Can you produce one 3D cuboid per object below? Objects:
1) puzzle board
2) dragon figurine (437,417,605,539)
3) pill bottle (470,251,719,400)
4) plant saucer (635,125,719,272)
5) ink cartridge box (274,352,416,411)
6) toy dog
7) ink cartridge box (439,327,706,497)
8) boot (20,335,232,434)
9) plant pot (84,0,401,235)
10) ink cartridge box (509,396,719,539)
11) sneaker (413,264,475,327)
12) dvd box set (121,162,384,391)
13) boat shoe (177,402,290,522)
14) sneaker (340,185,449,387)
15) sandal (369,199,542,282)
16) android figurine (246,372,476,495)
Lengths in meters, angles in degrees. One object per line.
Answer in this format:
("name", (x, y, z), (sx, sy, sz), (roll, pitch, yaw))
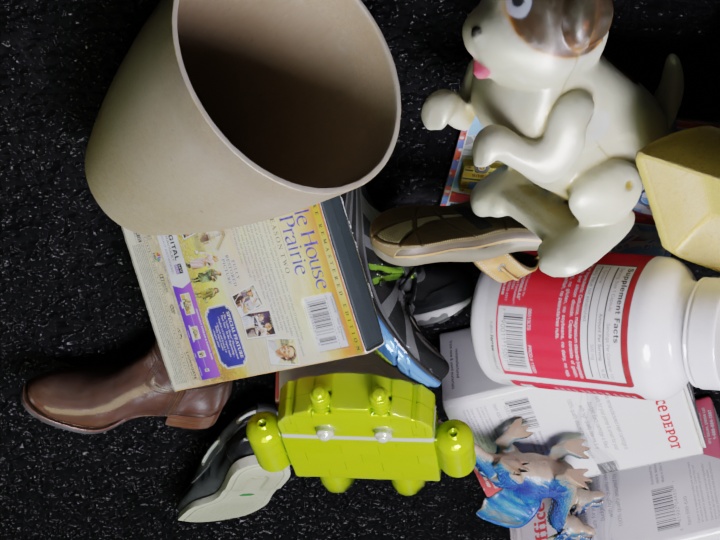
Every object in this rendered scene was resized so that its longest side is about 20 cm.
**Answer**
("puzzle board", (0.167, -0.068, 1.384), (0.199, 0.017, 0.151), (5, 137, -8))
("dragon figurine", (0.130, 0.179, 1.494), (0.199, 0.059, 0.100), (14, 136, -18))
("pill bottle", (0.196, 0.042, 1.382), (0.199, 0.113, 0.112), (5, 143, 31))
("plant saucer", (0.302, -0.034, 1.235), (0.199, 0.049, 0.200), (22, 168, 22))
("ink cartridge box", (-0.008, 0.108, 1.502), (0.116, 0.068, 0.200), (0, 159, 2))
("toy dog", (0.141, -0.126, 1.230), (0.193, 0.140, 0.201), (-28, 130, -3))
("ink cartridge box", (0.183, 0.106, 1.520), (0.199, 0.083, 0.147), (-13, 136, 13))
("boot", (-0.176, 0.055, 1.470), (0.185, 0.064, 0.200), (1, 142, -23))
("plant pot", (-0.104, -0.104, 1.241), (0.187, 0.188, 0.200), (27, 145, -27))
("ink cartridge box", (0.237, 0.214, 1.592), (0.199, 0.146, 0.085), (-14, 136, 14))
("sneaker", (0.000, 0.000, 1.411), (0.199, 0.076, 0.088), (-6, 106, -19))
("dvd box set", (-0.086, 0.007, 1.348), (0.199, 0.029, 0.147), (-14, 97, 37))
("boat shoe", (-0.116, 0.182, 1.614), (0.071, 0.068, 0.200), (2, 154, -25))
("sneaker", (0.020, -0.002, 1.354), (0.082, 0.071, 0.200), (-27, 94, -11))
("sandal", (0.097, -0.018, 1.339), (0.199, 0.080, 0.054), (-6, 119, -24))
("android figurine", (0.001, 0.132, 1.402), (0.181, 0.041, 0.200), (2, 154, 6))
